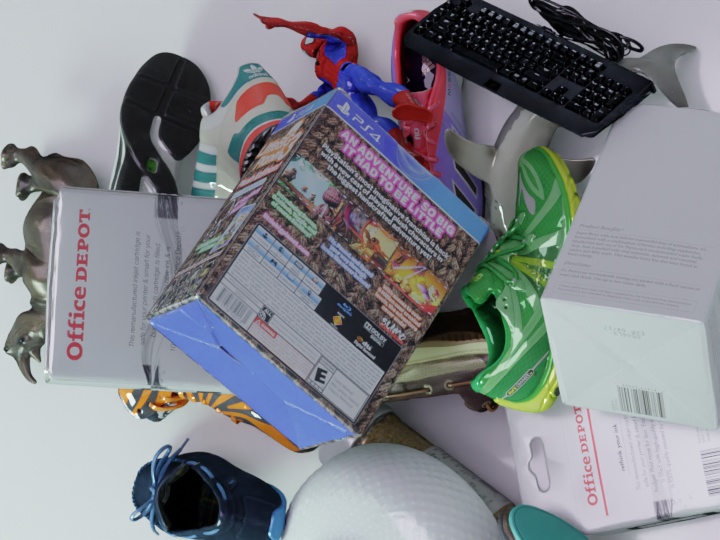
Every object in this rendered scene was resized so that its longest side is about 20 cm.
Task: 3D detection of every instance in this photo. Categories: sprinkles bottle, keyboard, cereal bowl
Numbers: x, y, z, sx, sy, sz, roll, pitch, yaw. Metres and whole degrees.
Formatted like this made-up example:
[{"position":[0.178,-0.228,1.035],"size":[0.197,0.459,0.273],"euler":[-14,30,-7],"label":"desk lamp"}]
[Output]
[{"position":[0.061,0.177,1.683],"size":[0.200,0.068,0.068],"euler":[36,97,22],"label":"sprinkles bottle"},{"position":[0.130,-0.172,1.636],"size":[0.104,0.040,0.199],"euler":[-37,49,-27],"label":"keyboard"},{"position":[0.015,0.236,1.644],"size":[0.199,0.083,0.202],"euler":[16,118,33],"label":"cereal bowl"}]

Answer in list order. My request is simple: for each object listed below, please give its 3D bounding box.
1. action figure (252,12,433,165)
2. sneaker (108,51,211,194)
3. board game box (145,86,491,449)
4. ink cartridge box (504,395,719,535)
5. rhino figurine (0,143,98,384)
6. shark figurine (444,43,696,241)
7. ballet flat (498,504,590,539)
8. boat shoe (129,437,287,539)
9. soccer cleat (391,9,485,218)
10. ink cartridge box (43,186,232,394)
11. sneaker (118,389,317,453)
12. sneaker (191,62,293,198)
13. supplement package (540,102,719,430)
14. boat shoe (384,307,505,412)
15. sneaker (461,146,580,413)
[{"position":[-0.026,-0.146,1.712],"size":[0.200,0.098,0.066],"euler":[-127,45,-56],"label":"action figure"},{"position":[-0.188,-0.081,1.815],"size":[0.115,0.075,0.202],"euler":[-44,29,53],"label":"sneaker"},{"position":[-0.030,0.000,1.587],"size":[0.159,0.097,0.201],"euler":[41,64,-16],"label":"board game box"},{"position":[0.217,0.130,1.624],"size":[0.199,0.068,0.117],"euler":[-14,77,20],"label":"ink cartridge box"},{"position":[-0.268,-0.004,1.847],"size":[0.087,0.060,0.202],"euler":[5,87,21],"label":"rhino figurine"},{"position":[0.151,-0.120,1.683],"size":[0.128,0.090,0.215],"euler":[38,109,-12],"label":"shark figurine"},{"position":[0.172,0.245,1.598],"size":[0.199,0.073,0.073],"euler":[31,96,-11],"label":"ballet flat"},{"position":[-0.133,0.173,1.721],"size":[0.199,0.068,0.085],"euler":[-6,75,55],"label":"boat shoe"},{"position":[0.054,-0.107,1.719],"size":[0.068,0.073,0.202],"euler":[-8,80,21],"label":"soccer cleat"},{"position":[-0.141,0.019,1.663],"size":[0.198,0.083,0.146],"euler":[4,85,-11],"label":"ink cartridge box"},{"position":[-0.120,0.096,1.774],"size":[0.200,0.077,0.112],"euler":[44,117,14],"label":"sneaker"},{"position":[-0.100,-0.083,1.753],"size":[0.094,0.070,0.200],"euler":[68,149,29],"label":"sneaker"},{"position":[0.222,-0.006,1.565],"size":[0.120,0.120,0.201],"euler":[9,51,23],"label":"supplement package"},{"position":[0.089,0.073,1.681],"size":[0.198,0.072,0.072],"euler":[-6,114,0],"label":"boat shoe"},{"position":[0.118,0.002,1.608],"size":[0.083,0.074,0.202],"euler":[7,77,-6],"label":"sneaker"}]
